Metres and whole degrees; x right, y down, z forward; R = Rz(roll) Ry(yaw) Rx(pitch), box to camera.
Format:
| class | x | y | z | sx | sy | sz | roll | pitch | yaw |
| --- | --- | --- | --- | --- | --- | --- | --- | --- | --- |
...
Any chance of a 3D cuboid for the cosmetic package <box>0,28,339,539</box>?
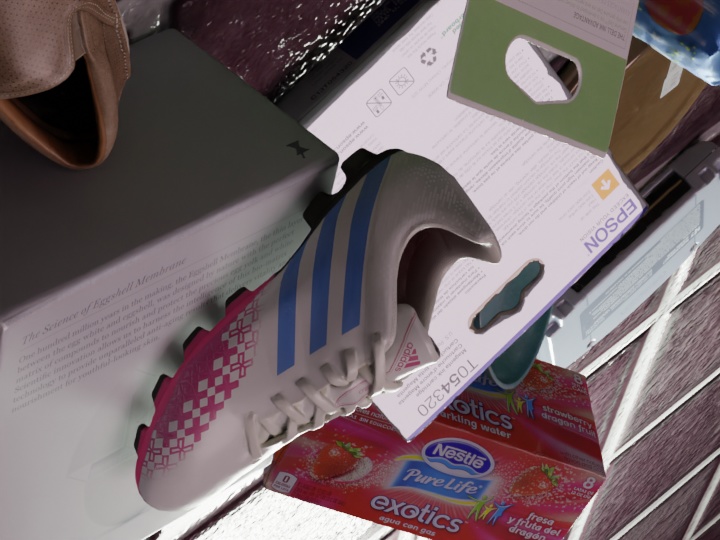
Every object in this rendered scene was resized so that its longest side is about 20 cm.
| class | x | y | z | sx | sy | sz | roll | pitch | yaw |
| --- | --- | --- | --- | --- | --- | --- | --- | --- | --- |
| cosmetic package | -0.133 | 0.025 | 1.070 | 0.199 | 0.123 | 0.201 | -28 | 146 | -39 |

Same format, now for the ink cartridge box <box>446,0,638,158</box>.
| class | x | y | z | sx | sy | sz | roll | pitch | yaw |
| --- | --- | --- | --- | --- | --- | --- | --- | --- | --- |
| ink cartridge box | 0.086 | -0.166 | 1.096 | 0.145 | 0.048 | 0.201 | 14 | 90 | -52 |

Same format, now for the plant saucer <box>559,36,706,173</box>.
| class | x | y | z | sx | sy | sz | roll | pitch | yaw |
| --- | --- | --- | --- | --- | --- | --- | --- | --- | --- |
| plant saucer | 0.180 | -0.116 | 1.583 | 0.200 | 0.029 | 0.200 | -38 | 158 | -18 |

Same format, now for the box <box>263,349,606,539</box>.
| class | x | y | z | sx | sy | sz | roll | pitch | yaw |
| --- | --- | --- | --- | --- | --- | --- | --- | --- | --- |
| box | 0.044 | 0.101 | 1.477 | 0.199 | 0.100 | 0.096 | 19 | 125 | -18 |

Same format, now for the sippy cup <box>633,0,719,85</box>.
| class | x | y | z | sx | sy | sz | roll | pitch | yaw |
| --- | --- | --- | --- | --- | --- | --- | --- | --- | --- |
| sippy cup | 0.185 | -0.180 | 1.317 | 0.178 | 0.130 | 0.140 | -16 | 146 | -54 |

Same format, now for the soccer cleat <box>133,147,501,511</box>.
| class | x | y | z | sx | sy | sz | roll | pitch | yaw |
| --- | --- | --- | --- | --- | --- | --- | --- | --- | --- |
| soccer cleat | -0.019 | 0.037 | 1.036 | 0.200 | 0.086 | 0.070 | -52 | 154 | 0 |

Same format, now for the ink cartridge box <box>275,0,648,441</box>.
| class | x | y | z | sx | sy | sz | roll | pitch | yaw |
| --- | --- | --- | --- | --- | --- | --- | --- | --- | --- |
| ink cartridge box | 0.034 | -0.039 | 1.276 | 0.196 | 0.043 | 0.200 | -43 | 125 | -6 |

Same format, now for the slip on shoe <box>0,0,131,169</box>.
| class | x | y | z | sx | sy | sz | roll | pitch | yaw |
| --- | --- | --- | --- | --- | --- | --- | --- | --- | --- |
| slip on shoe | -0.133 | -0.098 | 0.919 | 0.076 | 0.061 | 0.200 | -6 | 162 | 2 |

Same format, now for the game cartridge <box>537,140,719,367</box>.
| class | x | y | z | sx | sy | sz | roll | pitch | yaw |
| --- | --- | --- | --- | --- | --- | --- | --- | --- | --- |
| game cartridge | 0.211 | -0.007 | 1.848 | 0.200 | 0.040 | 0.133 | -42 | 156 | -9 |

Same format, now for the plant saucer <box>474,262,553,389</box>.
| class | x | y | z | sx | sy | sz | roll | pitch | yaw |
| --- | --- | --- | --- | --- | --- | --- | --- | --- | --- |
| plant saucer | 0.087 | -0.028 | 1.448 | 0.200 | 0.036 | 0.201 | 8 | 90 | -71 |
